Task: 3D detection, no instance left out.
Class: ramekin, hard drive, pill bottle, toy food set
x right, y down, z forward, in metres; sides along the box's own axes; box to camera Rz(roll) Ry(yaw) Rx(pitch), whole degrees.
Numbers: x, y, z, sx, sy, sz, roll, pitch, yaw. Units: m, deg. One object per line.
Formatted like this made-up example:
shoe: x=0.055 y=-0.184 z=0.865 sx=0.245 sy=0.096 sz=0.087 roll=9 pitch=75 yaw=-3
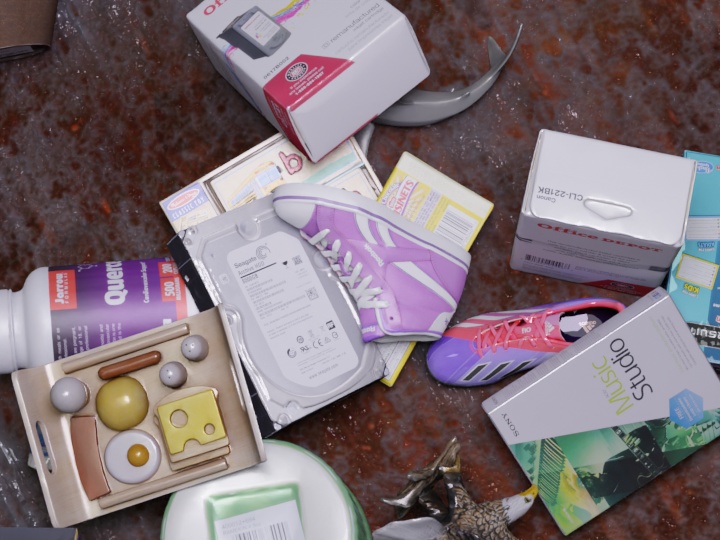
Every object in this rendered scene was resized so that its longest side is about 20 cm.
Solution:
ramekin: x=-0.088 y=0.250 z=1.542 sx=0.198 sy=0.098 sz=0.202 roll=-1 pitch=68 yaw=2
hard drive: x=-0.074 y=0.035 z=1.564 sx=0.139 sy=0.038 sz=0.201 roll=-23 pitch=83 yaw=-34
pill bottle: x=-0.241 y=0.049 z=1.586 sx=0.198 sy=0.113 sz=0.114 roll=-5 pitch=76 yaw=-10
toy food set: x=-0.192 y=0.127 z=1.492 sx=0.198 sy=0.060 sz=0.145 roll=-18 pitch=84 yaw=4

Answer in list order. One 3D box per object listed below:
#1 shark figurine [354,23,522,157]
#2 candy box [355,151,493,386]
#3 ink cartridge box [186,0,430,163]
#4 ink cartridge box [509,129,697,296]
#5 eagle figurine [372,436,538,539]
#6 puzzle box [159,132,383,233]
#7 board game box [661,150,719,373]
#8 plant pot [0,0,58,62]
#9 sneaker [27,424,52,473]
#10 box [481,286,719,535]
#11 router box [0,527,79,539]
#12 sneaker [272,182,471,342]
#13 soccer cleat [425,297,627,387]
shark figurine: x=0.053 y=-0.176 z=1.658 sx=0.212 sy=0.090 sz=0.130 roll=-3 pitch=78 yaw=3
candy box: x=0.035 y=-0.001 z=1.631 sx=0.102 sy=0.026 sz=0.201 roll=30 pitch=86 yaw=3
ink cartridge box: x=-0.052 y=-0.216 z=1.627 sx=0.147 sy=0.086 sz=0.200 roll=-40 pitch=50 yaw=-8
ink cartridge box: x=0.218 y=-0.049 z=1.562 sx=0.143 sy=0.200 sz=0.085 roll=12 pitch=78 yaw=4
eagle figurine: x=0.119 y=0.249 z=1.517 sx=0.151 sy=0.152 sz=0.201 roll=-39 pitch=79 yaw=6
puzzle box: x=-0.078 y=-0.058 z=1.653 sx=0.199 sy=0.025 sz=0.134 roll=-31 pitch=87 yaw=-5
board game box: x=0.366 y=-0.002 z=1.625 sx=0.149 sy=0.047 sz=0.202 roll=10 pitch=78 yaw=4
plant pot: x=-0.366 y=-0.309 z=1.670 sx=0.185 sy=0.187 sz=0.202 roll=-11 pitch=91 yaw=-1
sneaker: x=-0.212 y=0.146 z=1.596 sx=0.198 sy=0.079 sz=0.090 roll=0 pitch=79 yaw=2
box: x=0.231 y=0.130 z=1.566 sx=0.199 sy=0.036 sz=0.145 roll=-33 pitch=103 yaw=3
router box: x=-0.341 y=0.292 z=1.523 sx=0.198 sy=0.158 sz=0.053 roll=1 pitch=48 yaw=1
sneaker: x=0.000 y=0.000 z=1.556 sx=0.199 sy=0.073 sz=0.115 roll=24 pitch=73 yaw=-12
soccer cleat: x=0.158 y=0.062 z=1.604 sx=0.198 sy=0.073 sz=0.069 roll=-10 pitch=77 yaw=-1
